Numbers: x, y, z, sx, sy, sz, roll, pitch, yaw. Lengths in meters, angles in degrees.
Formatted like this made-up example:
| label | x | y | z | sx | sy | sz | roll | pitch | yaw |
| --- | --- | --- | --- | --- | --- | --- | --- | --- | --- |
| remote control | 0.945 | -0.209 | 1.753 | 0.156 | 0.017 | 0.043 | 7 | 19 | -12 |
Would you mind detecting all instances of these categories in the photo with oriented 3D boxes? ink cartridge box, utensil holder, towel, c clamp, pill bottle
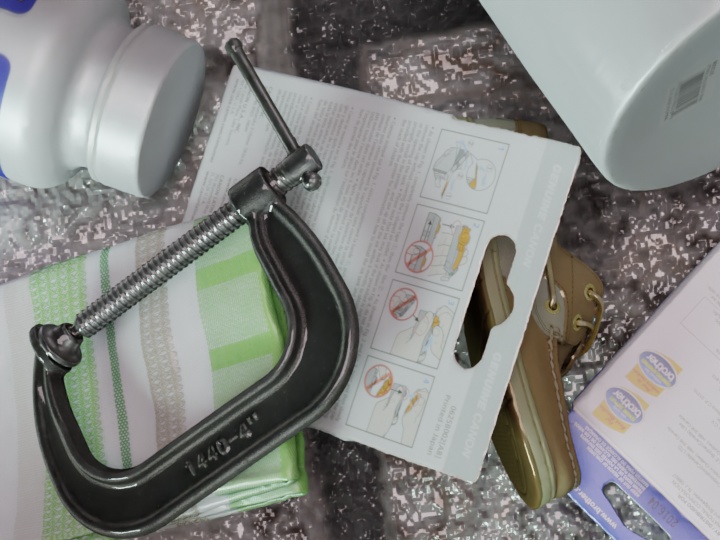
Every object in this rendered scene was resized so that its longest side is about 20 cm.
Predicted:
| label | x | y | z | sx | sy | sz | roll | pitch | yaw |
| --- | --- | --- | --- | --- | --- | --- | --- | --- | --- |
| ink cartridge box | 0.000 | 0.000 | 0.784 | 0.198 | 0.057 | 0.164 | 16 | 86 | 25 |
| utensil holder | 0.126 | -0.163 | 0.738 | 0.169 | 0.170 | 0.201 | -32 | 66 | 2 |
| towel | -0.123 | 0.058 | 0.793 | 0.198 | 0.031 | 0.151 | -18 | 72 | 24 |
| c clamp | -0.084 | 0.019 | 0.761 | 0.200 | 0.027 | 0.171 | -40 | 69 | 10 |
| pill bottle | -0.184 | -0.108 | 0.817 | 0.198 | 0.112 | 0.113 | 21 | 86 | 8 |
| ink cartridge box | 0.190 | 0.059 | 0.794 | 0.119 | 0.042 | 0.200 | 43 | 87 | 10 |

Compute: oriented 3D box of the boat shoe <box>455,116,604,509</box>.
| label | x | y | z | sx | sy | sz | roll | pitch | yaw |
| --- | --- | --- | --- | --- | --- | --- | --- | --- | --- |
| boat shoe | 0.083 | 0.012 | 0.781 | 0.066 | 0.074 | 0.202 | -8 | 70 | -7 |
